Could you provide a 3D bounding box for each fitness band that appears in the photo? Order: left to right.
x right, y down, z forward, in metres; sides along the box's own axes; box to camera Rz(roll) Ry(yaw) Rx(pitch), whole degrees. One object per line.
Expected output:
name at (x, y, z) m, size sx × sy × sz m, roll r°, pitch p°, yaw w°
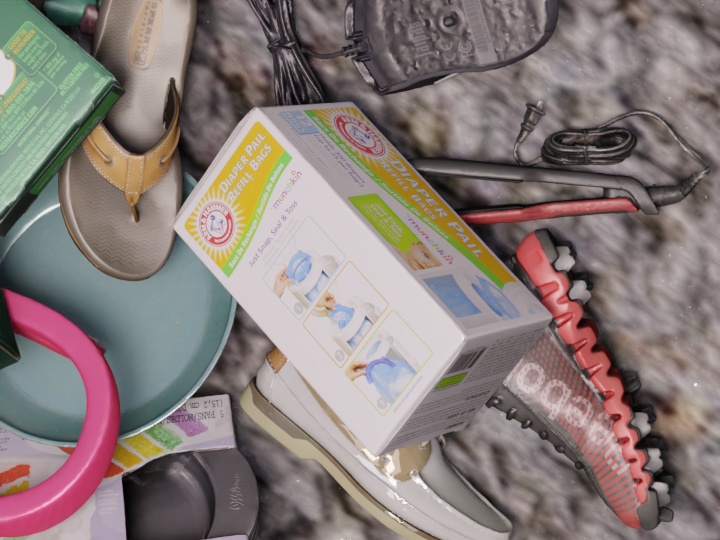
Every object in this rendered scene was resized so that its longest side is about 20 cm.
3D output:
fitness band at (-0.237, 0.082, 1.409) m, size 0.199 × 0.037 × 0.144 m, roll 21°, pitch 71°, yaw 24°

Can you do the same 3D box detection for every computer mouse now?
computer mouse at (0.023, -0.178, 1.450) m, size 0.199 × 0.046 × 0.141 m, roll -20°, pitch 96°, yaw 20°

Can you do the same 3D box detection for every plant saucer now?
plant saucer at (-0.172, 0.019, 1.471) m, size 0.199 × 0.036 × 0.201 m, roll -3°, pitch 73°, yaw 9°

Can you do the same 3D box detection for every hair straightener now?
hair straightener at (0.120, -0.069, 1.446) m, size 0.199 × 0.041 × 0.078 m, roll -3°, pitch 95°, yaw 8°

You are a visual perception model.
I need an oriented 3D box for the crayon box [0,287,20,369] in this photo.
crayon box at (-0.297, -0.011, 1.420) m, size 0.125 × 0.052 × 0.201 m, roll -24°, pitch 63°, yaw 8°

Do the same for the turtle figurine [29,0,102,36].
turtle figurine at (-0.226, -0.174, 1.459) m, size 0.199 × 0.101 × 0.151 m, roll -11°, pitch 97°, yaw 1°

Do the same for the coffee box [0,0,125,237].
coffee box at (-0.253, -0.131, 1.381) m, size 0.200 × 0.044 × 0.123 m, roll 40°, pitch 90°, yaw 7°

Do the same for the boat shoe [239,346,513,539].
boat shoe at (0.020, 0.112, 1.458) m, size 0.199 × 0.075 × 0.069 m, roll 35°, pitch 104°, yaw 4°

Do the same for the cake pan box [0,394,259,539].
cake pan box at (-0.161, 0.163, 1.420) m, size 0.199 × 0.185 × 0.053 m, roll -5°, pitch 131°, yaw -4°

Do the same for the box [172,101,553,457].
box at (0.000, 0.000, 1.395) m, size 0.200 × 0.112 × 0.102 m, roll 47°, pitch 118°, yaw 19°

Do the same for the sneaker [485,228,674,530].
sneaker at (0.126, 0.080, 1.443) m, size 0.097 × 0.071 × 0.201 m, roll -27°, pitch 89°, yaw 9°

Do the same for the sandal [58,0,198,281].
sandal at (-0.137, -0.092, 1.414) m, size 0.081 × 0.055 × 0.201 m, roll 11°, pitch 98°, yaw -15°
